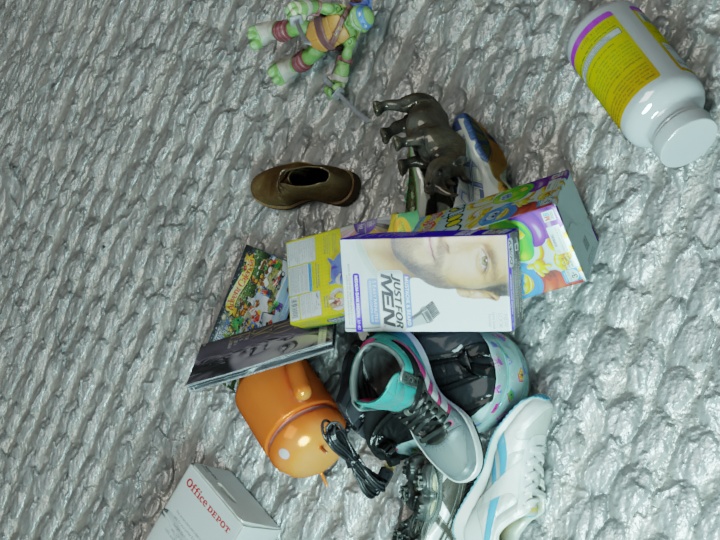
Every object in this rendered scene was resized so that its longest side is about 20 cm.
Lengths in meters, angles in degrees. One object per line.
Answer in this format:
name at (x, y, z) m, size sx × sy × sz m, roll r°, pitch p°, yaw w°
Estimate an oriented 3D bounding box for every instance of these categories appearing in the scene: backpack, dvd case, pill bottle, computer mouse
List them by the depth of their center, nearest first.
pill bottle at (0.327, -0.213, 1.473) m, size 0.104 × 0.104 × 0.200 m, roll -43°, pitch 52°, yaw 21°
backpack at (0.100, 0.136, 1.539) m, size 0.199 × 0.126 × 0.168 m, roll -22°, pitch 74°, yaw 32°
computer mouse at (0.018, 0.190, 1.612) m, size 0.046 × 0.141 × 0.200 m, roll -22°, pitch 23°, yaw 23°
dvd case at (-0.128, 0.102, 1.699) m, size 0.199 × 0.149 × 0.016 m, roll -16°, pitch 106°, yaw 6°

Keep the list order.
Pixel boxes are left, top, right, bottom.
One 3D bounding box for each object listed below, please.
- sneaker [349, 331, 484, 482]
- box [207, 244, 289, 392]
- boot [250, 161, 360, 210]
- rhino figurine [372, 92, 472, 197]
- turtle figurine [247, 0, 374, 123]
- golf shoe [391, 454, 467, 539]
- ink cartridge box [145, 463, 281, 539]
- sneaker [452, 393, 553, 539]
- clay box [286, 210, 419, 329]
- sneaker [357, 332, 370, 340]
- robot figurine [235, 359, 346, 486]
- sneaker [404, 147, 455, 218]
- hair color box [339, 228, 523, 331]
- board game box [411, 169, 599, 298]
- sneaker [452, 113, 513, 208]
sneaker at (0.055, 0.151, 1.422) m, size 0.084 × 0.121 × 0.200 m, roll -42°, pitch 69°, yaw 23°
box at (-0.147, 0.077, 1.829) m, size 0.136 × 0.038 × 0.201 m, roll 21°, pitch 90°, yaw 42°
boot at (-0.097, -0.130, 1.833) m, size 0.199 × 0.075 × 0.074 m, roll 1°, pitch 78°, yaw 42°
rhino figurine at (0.085, -0.156, 1.597) m, size 0.087 × 0.060 × 0.200 m, roll -17°, pitch 44°, yaw -8°
turtle figurine at (-0.079, -0.315, 1.834) m, size 0.193 × 0.144 × 0.201 m, roll -7°, pitch 67°, yaw 43°
golf shoe at (0.091, 0.311, 1.523) m, size 0.078 × 0.094 × 0.201 m, roll -132°, pitch 45°, yaw -53°
ink cartridge box at (-0.218, 0.390, 1.755) m, size 0.147 × 0.083 × 0.201 m, roll 40°, pitch 103°, yaw 41°
sneaker at (0.183, 0.239, 1.473) m, size 0.081 × 0.076 × 0.201 m, roll 28°, pitch 100°, yaw 34°
clay box at (0.000, 0.000, 1.634) m, size 0.199 × 0.048 × 0.116 m, roll -13°, pitch 72°, yaw 28°
sneaker at (0.027, 0.012, 1.687) m, size 0.112 × 0.073 × 0.201 m, roll -40°, pitch 60°, yaw 19°
robot figurine at (-0.092, 0.189, 1.688) m, size 0.144 × 0.116 × 0.200 m, roll -50°, pitch 54°, yaw 18°
sneaker at (0.078, -0.101, 1.681) m, size 0.089 × 0.077 × 0.201 m, roll -33°, pitch 50°, yaw 48°
hair color box at (0.080, 0.012, 1.444) m, size 0.199 × 0.065 × 0.110 m, roll -2°, pitch 97°, yaw 20°
board game box at (0.164, -0.027, 1.506) m, size 0.199 × 0.103 × 0.105 m, roll -18°, pitch 19°, yaw 26°
sneaker at (0.144, -0.109, 1.616) m, size 0.088 × 0.075 × 0.201 m, roll -37°, pitch 54°, yaw 26°
